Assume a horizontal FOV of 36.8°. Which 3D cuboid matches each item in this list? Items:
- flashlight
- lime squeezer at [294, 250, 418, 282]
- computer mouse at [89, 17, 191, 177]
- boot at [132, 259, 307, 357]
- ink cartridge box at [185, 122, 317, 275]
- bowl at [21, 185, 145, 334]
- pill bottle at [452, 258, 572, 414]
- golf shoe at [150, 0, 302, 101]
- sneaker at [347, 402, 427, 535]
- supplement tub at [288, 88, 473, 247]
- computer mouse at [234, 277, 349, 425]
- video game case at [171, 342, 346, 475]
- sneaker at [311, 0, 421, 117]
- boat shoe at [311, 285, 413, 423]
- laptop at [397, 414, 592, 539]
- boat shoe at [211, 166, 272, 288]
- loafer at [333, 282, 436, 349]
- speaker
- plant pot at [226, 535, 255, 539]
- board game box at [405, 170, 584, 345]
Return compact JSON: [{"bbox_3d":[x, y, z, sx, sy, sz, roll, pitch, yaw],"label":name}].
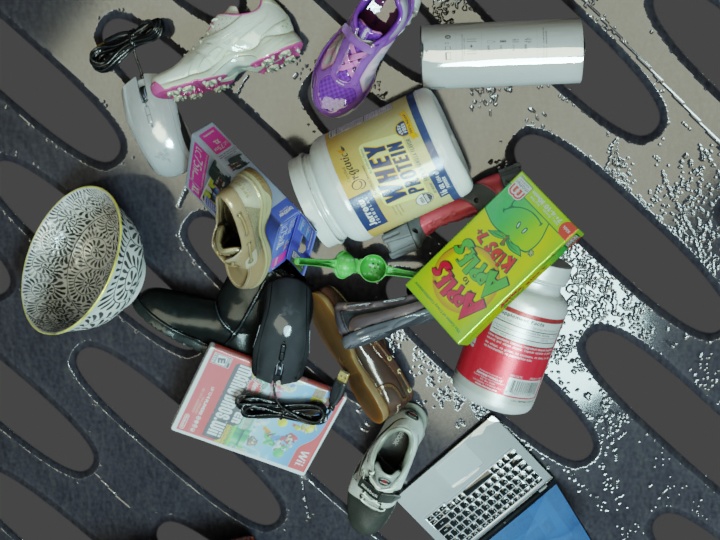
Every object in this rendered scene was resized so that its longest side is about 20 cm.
[{"bbox_3d":[0.124,-0.071,1.390,0.200,0.068,0.068,-23,96,8],"label":"flashlight"},{"bbox_3d":[0.000,0.000,1.387,0.200,0.071,0.038,8,109,-22],"label":"lime squeezer"},{"bbox_3d":[-0.272,-0.216,1.402,0.109,0.044,0.200,-19,101,8],"label":"computer mouse"},{"bbox_3d":[-0.180,0.033,1.438,0.198,0.073,0.163,32,106,-10],"label":"boot"},{"bbox_3d":[-0.141,-0.080,1.360,0.200,0.119,0.042,43,60,12],"label":"ink cartridge box"},{"bbox_3d":[-0.345,-0.001,1.416,0.201,0.201,0.094,-49,138,13],"label":"bowl"},{"bbox_3d":[0.199,0.074,1.394,0.112,0.112,0.200,18,104,1],"label":"pill bottle"},{"bbox_3d":[-0.177,-0.278,1.366,0.200,0.075,0.092,-21,89,-5],"label":"golf shoe"},{"bbox_3d":[0.026,0.279,1.467,0.074,0.089,0.200,22,104,6],"label":"sneaker"},{"bbox_3d":[0.025,-0.124,1.347,0.200,0.144,0.145,-25,100,10],"label":"supplement tub"},{"bbox_3d":[-0.077,0.115,1.407,0.140,0.046,0.200,12,103,-10],"label":"computer mouse"},{"bbox_3d":[-0.138,0.190,1.466,0.200,0.017,0.143,22,113,-15],"label":"video game case"},{"bbox_3d":[0.000,-0.280,1.342,0.080,0.088,0.200,32,105,-4],"label":"sneaker"},{"bbox_3d":[0.001,0.104,1.447,0.070,0.070,0.200,-33,101,-27],"label":"boat shoe"},{"bbox_3d":[0.177,0.339,1.456,0.187,0.116,0.200,-42,96,12],"label":"laptop"},{"bbox_3d":[-0.152,-0.041,1.312,0.071,0.064,0.200,39,147,23],"label":"boat shoe"},{"bbox_3d":[0.061,0.041,1.400,0.200,0.072,0.063,-19,78,-17],"label":"loafer"},{"bbox_3d":[0.174,-0.267,1.333,0.199,0.081,0.081,-2,103,5],"label":"speaker"},{"bbox_3d":[-0.222,0.466,1.490,0.195,0.201,0.201,-17,101,1],"label":"plant pot"},{"bbox_3d":[0.163,-0.013,1.322,0.200,0.048,0.102,-45,73,10],"label":"board game box"}]
